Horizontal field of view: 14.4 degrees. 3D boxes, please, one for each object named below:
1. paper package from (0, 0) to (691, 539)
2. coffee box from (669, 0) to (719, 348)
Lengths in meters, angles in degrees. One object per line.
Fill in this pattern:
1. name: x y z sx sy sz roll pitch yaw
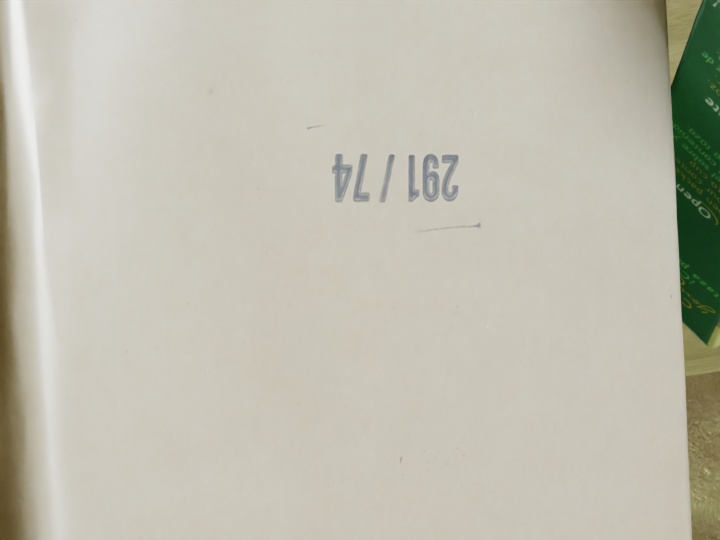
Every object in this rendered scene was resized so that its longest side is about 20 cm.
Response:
1. paper package: -0.024 -0.006 0.667 0.199 0.192 0.103 -8 -173 -40
2. coffee box: 0.130 -0.065 0.718 0.123 0.044 0.200 -42 166 -19
